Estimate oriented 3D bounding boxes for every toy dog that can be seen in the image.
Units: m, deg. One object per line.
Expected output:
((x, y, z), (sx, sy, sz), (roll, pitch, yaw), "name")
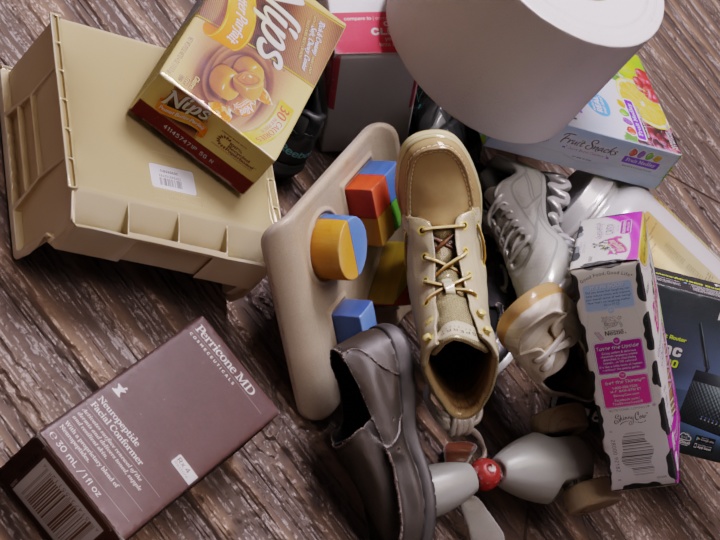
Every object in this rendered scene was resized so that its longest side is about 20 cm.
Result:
((0.120, 0.176, 1.583), (0.199, 0.096, 0.133), (12, 60, -19), "toy dog")

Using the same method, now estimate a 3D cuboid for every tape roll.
((0.141, -0.230, 1.592), (0.202, 0.139, 0.203), (19, 49, -24), "tape roll")

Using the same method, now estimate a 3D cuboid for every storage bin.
((-0.176, -0.084, 1.495), (0.199, 0.094, 0.199), (13, 53, -35), "storage bin")

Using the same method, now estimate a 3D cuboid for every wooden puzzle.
((0.000, 0.000, 1.546), (0.200, 0.046, 0.186), (-46, 134, -47), "wooden puzzle")

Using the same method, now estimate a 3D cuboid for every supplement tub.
((0.256, 0.005, 1.768), (0.200, 0.144, 0.145), (43, 41, -7), "supplement tub")

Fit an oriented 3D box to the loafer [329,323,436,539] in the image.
((0.007, 0.145, 1.485), (0.071, 0.073, 0.201), (-5, 82, -29), "loafer")

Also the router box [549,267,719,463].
((0.286, 0.083, 1.678), (0.199, 0.151, 0.062), (14, 16, -3), "router box")

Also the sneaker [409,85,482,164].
((0.076, -0.139, 1.741), (0.200, 0.079, 0.076), (-49, 128, -66), "sneaker")

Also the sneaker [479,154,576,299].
((0.143, -0.031, 1.641), (0.081, 0.075, 0.200), (31, 29, -21), "sneaker")

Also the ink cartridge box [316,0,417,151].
((-0.002, -0.232, 1.705), (0.083, 0.145, 0.201), (-3, 58, -7), "ink cartridge box")

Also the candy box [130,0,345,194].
((-0.096, -0.168, 1.515), (0.115, 0.055, 0.200), (38, 42, -13), "candy box")

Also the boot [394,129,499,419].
((0.070, 0.003, 1.503), (0.072, 0.201, 0.156), (-4, 33, 0), "boot")

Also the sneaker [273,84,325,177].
((-0.072, -0.182, 1.658), (0.075, 0.079, 0.201), (3, 57, -35), "sneaker")

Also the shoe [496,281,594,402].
((0.165, 0.064, 1.555), (0.053, 0.070, 0.200), (46, -1, 25), "shoe")

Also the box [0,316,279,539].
((-0.160, 0.127, 1.368), (0.100, 0.075, 0.200), (50, 39, 1), "box")

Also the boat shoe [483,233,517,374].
((0.112, 0.032, 1.658), (0.060, 0.074, 0.200), (43, 30, -14), "boat shoe")

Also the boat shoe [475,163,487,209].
((0.052, -0.065, 1.690), (0.072, 0.068, 0.200), (22, 15, 38), "boat shoe")

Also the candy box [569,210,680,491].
((0.226, 0.066, 1.567), (0.136, 0.061, 0.201), (-62, 141, -68), "candy box")

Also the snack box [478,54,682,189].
((0.189, -0.159, 1.721), (0.199, 0.053, 0.143), (12, 42, -28), "snack box")
